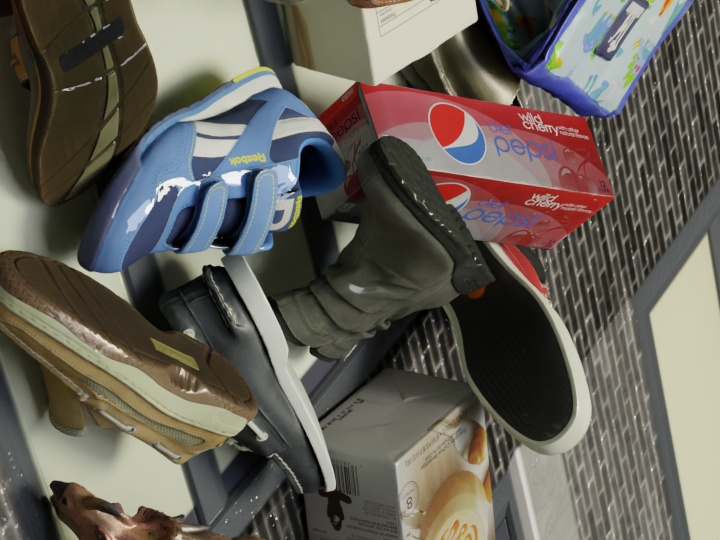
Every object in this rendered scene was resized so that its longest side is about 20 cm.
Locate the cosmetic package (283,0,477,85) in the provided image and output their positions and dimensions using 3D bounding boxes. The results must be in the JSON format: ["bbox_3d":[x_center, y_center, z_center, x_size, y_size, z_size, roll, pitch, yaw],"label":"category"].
[{"bbox_3d":[0.001,-0.223,1.654,0.105,0.071,0.201,-33,127,-38],"label":"cosmetic package"}]

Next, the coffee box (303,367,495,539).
[{"bbox_3d":[0.029,0.181,1.814,0.114,0.079,0.201,-37,128,-48],"label":"coffee box"}]

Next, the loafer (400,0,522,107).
[{"bbox_3d":[0.075,-0.133,1.815,0.075,0.069,0.200,-61,144,-30],"label":"loafer"}]

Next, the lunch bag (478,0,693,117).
[{"bbox_3d":[0.142,-0.210,1.830,0.170,0.127,0.201,17,78,-65],"label":"lunch bag"}]

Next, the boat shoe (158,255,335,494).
[{"bbox_3d":[-0.066,0.068,1.649,0.060,0.076,0.200,-25,131,-4],"label":"boat shoe"}]

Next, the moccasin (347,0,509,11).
[{"bbox_3d":[0.069,-0.194,1.624,0.201,0.078,0.074,-17,116,-41],"label":"moccasin"}]

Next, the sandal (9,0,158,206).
[{"bbox_3d":[-0.155,-0.116,1.441,0.082,0.055,0.200,-34,146,-19],"label":"sandal"}]

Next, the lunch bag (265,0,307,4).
[{"bbox_3d":[-0.025,-0.251,1.458,0.139,0.168,0.201,19,81,-27],"label":"lunch bag"}]

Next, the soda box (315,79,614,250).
[{"bbox_3d":[0.061,-0.064,1.739,0.199,0.070,0.064,6,55,-41],"label":"soda box"}]

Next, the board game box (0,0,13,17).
[{"bbox_3d":[-0.152,-0.193,1.473,0.200,0.019,0.103,-20,116,-56],"label":"board game box"}]

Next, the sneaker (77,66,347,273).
[{"bbox_3d":[-0.080,-0.046,1.553,0.200,0.082,0.074,-38,165,-46],"label":"sneaker"}]

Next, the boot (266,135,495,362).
[{"bbox_3d":[0.000,0.000,1.654,0.068,0.130,0.200,63,5,23],"label":"boot"}]

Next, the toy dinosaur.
[{"bbox_3d":[-0.080,0.173,1.569,0.136,0.199,0.086,121,-33,-61],"label":"toy dinosaur"}]

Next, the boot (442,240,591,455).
[{"bbox_3d":[0.110,0.042,1.833,0.072,0.200,0.144,-37,153,14],"label":"boot"}]

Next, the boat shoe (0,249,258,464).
[{"bbox_3d":[-0.143,0.059,1.511,0.076,0.072,0.200,-43,132,15],"label":"boat shoe"}]
